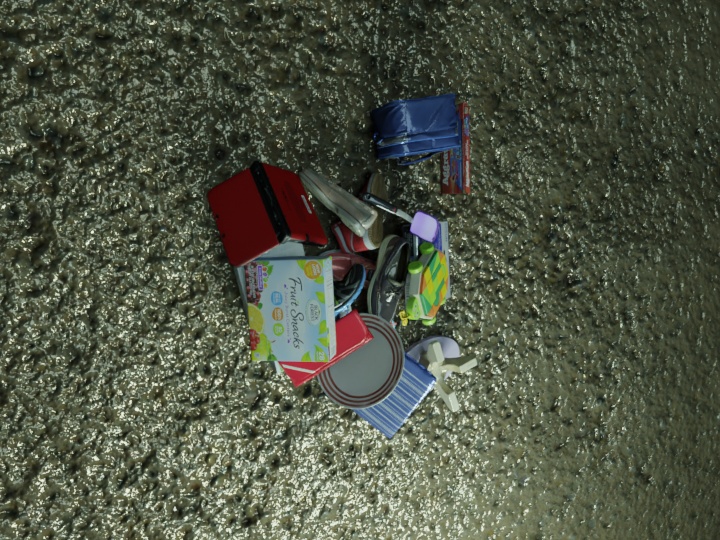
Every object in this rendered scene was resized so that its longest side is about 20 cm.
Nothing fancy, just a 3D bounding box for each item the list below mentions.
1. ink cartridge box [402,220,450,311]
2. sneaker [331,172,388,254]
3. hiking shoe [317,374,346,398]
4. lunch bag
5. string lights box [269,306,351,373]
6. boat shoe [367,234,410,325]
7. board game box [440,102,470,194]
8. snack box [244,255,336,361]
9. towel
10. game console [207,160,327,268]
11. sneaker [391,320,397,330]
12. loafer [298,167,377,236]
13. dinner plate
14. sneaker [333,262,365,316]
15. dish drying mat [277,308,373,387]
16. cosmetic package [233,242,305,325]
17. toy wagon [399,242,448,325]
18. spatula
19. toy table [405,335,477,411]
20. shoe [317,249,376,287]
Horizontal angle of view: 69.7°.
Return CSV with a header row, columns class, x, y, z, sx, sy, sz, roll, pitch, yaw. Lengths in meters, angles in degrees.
class,x,y,z,sx,sy,sz,roll,pitch,yaw
ink cartridge box,0.161,-0.015,1.238,0.199,0.043,0.202,-13,101,-58
sneaker,-0.002,-0.128,1.167,0.071,0.111,0.203,40,47,-40
hiking shoe,-0.002,0.238,1.140,0.199,0.100,0.076,-36,82,26
lunch bag,0.120,-0.310,1.160,0.197,0.135,0.135,-15,102,-22
string lights box,-0.111,0.142,1.152,0.197,0.059,0.105,-17,100,-22
boat shoe,0.066,0.025,1.115,0.071,0.065,0.204,11,93,-30
board game box,0.223,-0.285,1.229,0.019,0.103,0.204,-6,98,-22
snack box,-0.137,0.075,1.030,0.166,0.068,0.204,0,99,12
towel,0.067,0.276,1.195,0.144,0.024,0.201,36,111,5
game console,-0.188,-0.107,1.046,0.171,0.202,0.119,8,138,-48
sneaker,0.037,0.161,1.213,0.094,0.079,0.203,-17,103,-19
loafer,-0.047,-0.157,1.100,0.063,0.072,0.200,-44,74,-6
dinner plate,-0.001,0.191,1.095,0.201,0.199,0.024,-55,151,-8
sneaker,-0.067,0.053,1.092,0.199,0.071,0.083,-42,104,-7
dish drying mat,-0.073,0.165,1.085,0.198,0.018,0.077,-33,101,4
cosmetic package,-0.189,0.006,1.105,0.149,0.051,0.203,-17,103,-23
toy wagon,0.142,0.044,1.127,0.201,0.039,0.157,-55,137,-42
spatula,0.087,-0.121,1.106,0.198,0.020,0.057,24,87,-28
toy table,0.184,0.243,1.269,0.199,0.117,0.185,-36,109,-15
shoe,0.000,0.000,1.168,0.197,0.091,0.073,13,91,-25
